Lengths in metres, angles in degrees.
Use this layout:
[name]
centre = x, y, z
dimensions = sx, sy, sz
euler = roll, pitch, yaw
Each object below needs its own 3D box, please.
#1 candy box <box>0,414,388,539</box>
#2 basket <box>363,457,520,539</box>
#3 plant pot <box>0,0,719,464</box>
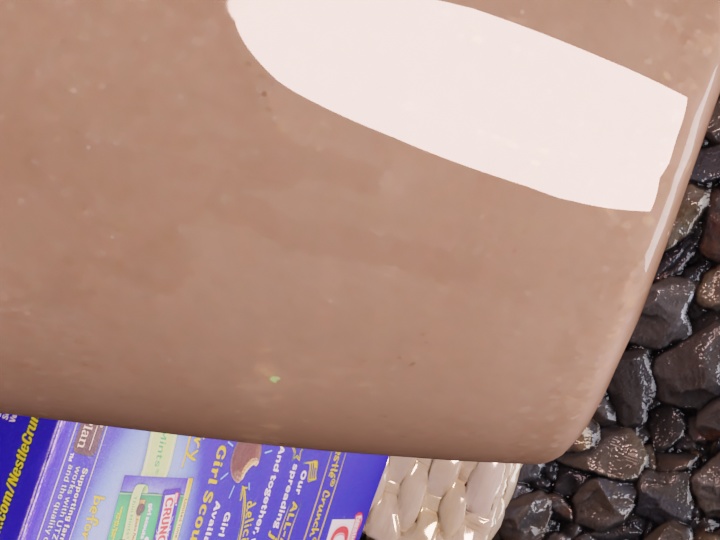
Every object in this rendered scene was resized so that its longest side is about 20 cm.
[candy box]
centre = -0.081, 0.096, 0.737
dimensions = 0.200, 0.077, 0.171
euler = 24, 85, -59
[basket]
centre = 0.000, 0.000, 0.990
dimensions = 0.161, 0.197, 0.202
euler = -58, 168, -75
[plant pot]
centre = -0.028, -0.047, 0.388
dimensions = 0.200, 0.173, 0.202
euler = 19, 90, -88
